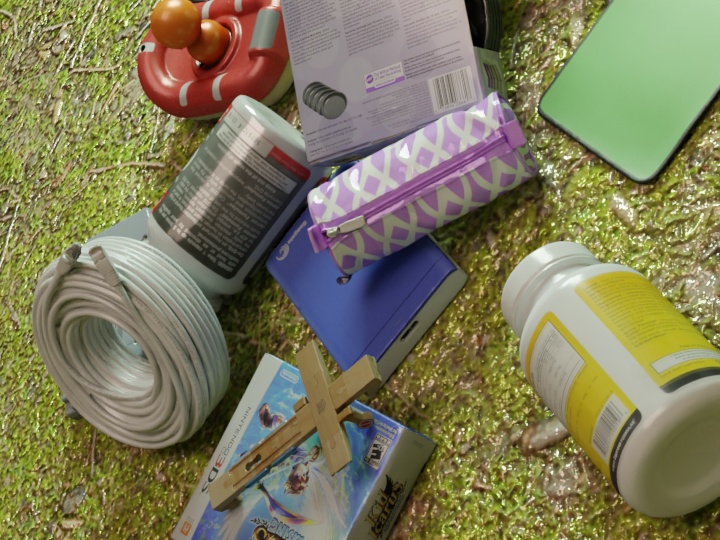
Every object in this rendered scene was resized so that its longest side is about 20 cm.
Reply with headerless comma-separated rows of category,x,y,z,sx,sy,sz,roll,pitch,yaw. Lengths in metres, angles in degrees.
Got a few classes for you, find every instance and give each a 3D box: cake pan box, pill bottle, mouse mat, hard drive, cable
cake pan box,0.027,-0.204,1.356,0.199,0.052,0.186,-17,81,32
pill bottle,-0.127,-0.052,1.448,0.200,0.114,0.114,-52,41,8
pill bottle,0.178,0.066,1.067,0.112,0.112,0.200,-49,41,11
mouse mat,0.239,-0.178,1.233,0.200,0.008,0.161,-53,41,6
hard drive,0.000,0.000,1.355,0.132,0.025,0.200,-51,41,10
cable,-0.211,0.066,1.408,0.200,0.200,0.069,-35,8,46

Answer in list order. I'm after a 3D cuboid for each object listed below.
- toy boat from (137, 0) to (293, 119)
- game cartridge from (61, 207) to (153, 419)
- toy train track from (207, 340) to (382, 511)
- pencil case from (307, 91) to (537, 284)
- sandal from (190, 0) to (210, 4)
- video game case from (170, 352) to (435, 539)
toy boat,-0.160,-0.233,1.576,0.199,0.130,0.132,-6,65,43
game cartridge,-0.243,0.041,1.572,0.133,0.040,0.201,-27,50,37
toy train track,-0.049,0.136,1.254,0.200,0.032,0.115,-40,50,28
pencil case,0.047,-0.071,1.274,0.199,0.085,0.084,-29,82,13
sandal,-0.148,-0.303,1.674,0.199,0.045,0.076,-23,53,35
video game case,-0.053,0.184,1.284,0.199,0.045,0.182,22,84,50
